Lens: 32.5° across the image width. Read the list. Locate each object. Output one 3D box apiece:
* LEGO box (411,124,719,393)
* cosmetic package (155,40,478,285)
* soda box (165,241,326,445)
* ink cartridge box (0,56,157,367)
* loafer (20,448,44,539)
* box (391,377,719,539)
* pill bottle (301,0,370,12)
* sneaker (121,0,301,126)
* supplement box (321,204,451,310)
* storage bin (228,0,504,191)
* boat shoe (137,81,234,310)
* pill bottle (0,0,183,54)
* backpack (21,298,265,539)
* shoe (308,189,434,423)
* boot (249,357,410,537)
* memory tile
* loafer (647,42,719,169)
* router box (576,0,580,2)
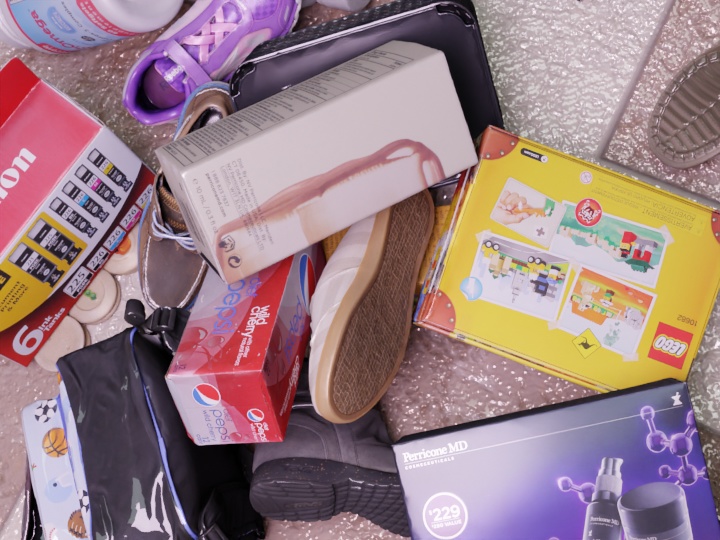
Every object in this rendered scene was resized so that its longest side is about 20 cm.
[{"bbox_3d":[0.155,0.002,0.901,0.197,0.077,0.151,20,88,-1],"label":"LEGO box"},{"bbox_3d":[-0.032,-0.080,0.866,0.198,0.103,0.088,-26,110,-11],"label":"cosmetic package"},{"bbox_3d":[-0.074,0.032,0.877,0.069,0.064,0.201,-5,36,13],"label":"soda box"},{"bbox_3d":[-0.276,-0.043,1.001,0.083,0.176,0.201,35,84,22],"label":"ink cartridge box"},{"bbox_3d":[-0.248,0.218,0.989,0.071,0.063,0.203,-8,71,12],"label":"loafer"},{"bbox_3d":[0.133,0.162,0.827,0.197,0.079,0.143,-13,83,7],"label":"box"},{"bbox_3d":[-0.081,-0.296,1.082,0.197,0.114,0.115,18,78,19],"label":"pill bottle"},{"bbox_3d":[-0.130,-0.186,1.036,0.200,0.089,0.081,-39,96,26],"label":"sneaker"},{"bbox_3d":[0.000,0.000,0.993,0.197,0.067,0.070,-11,70,12],"label":"supplement box"},{"bbox_3d":[0.009,-0.131,0.984,0.197,0.094,0.137,-15,108,10],"label":"storage bin"},{"bbox_3d":[-0.145,-0.053,1.007,0.071,0.072,0.203,14,104,-2],"label":"boat shoe"},{"bbox_3d":[-0.248,-0.250,1.081,0.198,0.108,0.110,-2,69,45],"label":"pill bottle"},{"bbox_3d":[-0.152,0.154,0.918,0.152,0.190,0.203,-20,65,13],"label":"backpack"},{"bbox_3d":[0.002,0.022,0.901,0.053,0.070,0.202,-9,49,41],"label":"shoe"},{"bbox_3d":[0.012,0.126,0.944,0.197,0.070,0.133,11,44,-10],"label":"boot"},{"bbox_3d":[-0.293,-0.012,1.099,0.198,0.017,0.155,29,82,20],"label":"memory tile"},{"bbox_3d":[0.310,-0.154,0.963,0.200,0.068,0.076,-44,65,15],"label":"loafer"},{"bbox_3d":[0.192,-0.354,1.057,0.149,0.062,0.201,39,86,21],"label":"router box"}]
